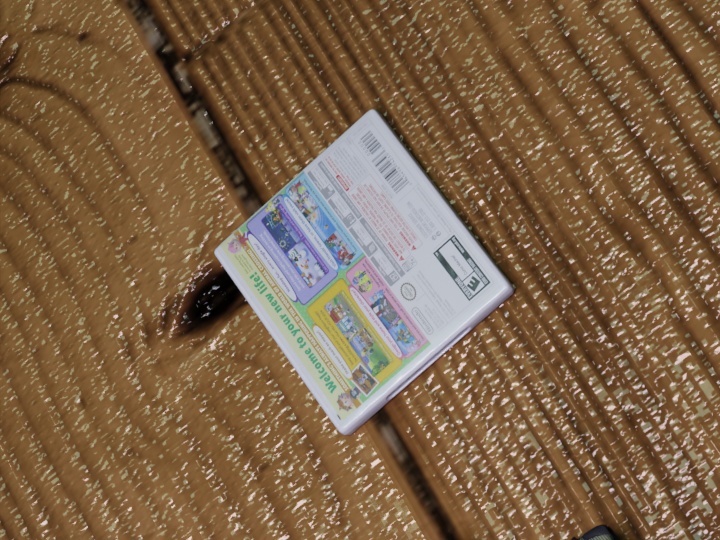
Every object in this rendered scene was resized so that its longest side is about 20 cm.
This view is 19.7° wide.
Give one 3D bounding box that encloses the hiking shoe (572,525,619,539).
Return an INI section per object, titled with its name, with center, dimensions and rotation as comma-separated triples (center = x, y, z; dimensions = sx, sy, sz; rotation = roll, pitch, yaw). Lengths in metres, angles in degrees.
[hiking shoe]
center = 0.150, 0.232, 1.531
dimensions = 0.199, 0.076, 0.101
rotation = 21, 78, 17

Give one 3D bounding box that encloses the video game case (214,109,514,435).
[video game case]
center = 0.000, 0.000, 1.678
dimensions = 0.182, 0.022, 0.200
rotation = -41, 66, 10
